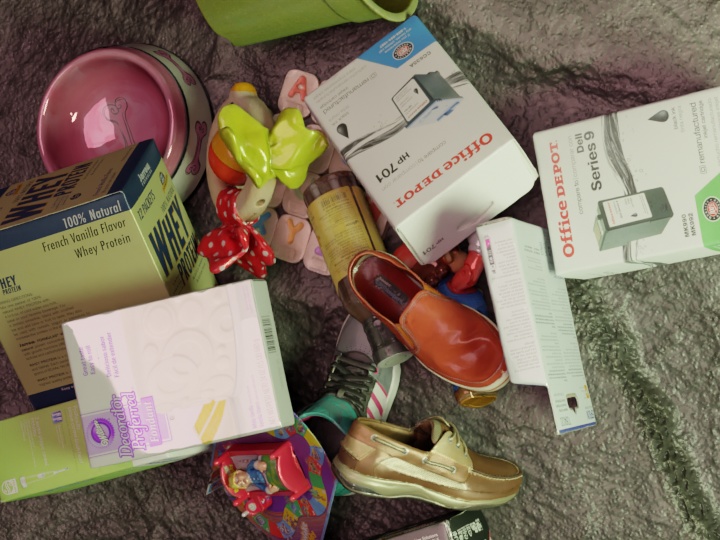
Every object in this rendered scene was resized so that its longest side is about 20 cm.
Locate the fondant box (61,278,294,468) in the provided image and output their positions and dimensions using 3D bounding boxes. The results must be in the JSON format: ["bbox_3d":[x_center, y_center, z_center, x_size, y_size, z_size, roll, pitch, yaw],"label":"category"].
[{"bbox_3d":[-0.176,0.100,1.589,0.198,0.058,0.146,-13,87,12],"label":"fondant box"}]

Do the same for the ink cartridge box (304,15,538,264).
[{"bbox_3d":[0.058,-0.130,1.621,0.146,0.086,0.201,-37,54,2],"label":"ink cartridge box"}]

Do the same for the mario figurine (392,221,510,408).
[{"bbox_3d":[0.109,0.029,1.638,0.123,0.106,0.202,-26,66,13],"label":"mario figurine"}]

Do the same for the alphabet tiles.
[{"bbox_3d":[-0.052,-0.104,1.734,0.198,0.015,0.198,19,93,18],"label":"alphabet tiles"}]

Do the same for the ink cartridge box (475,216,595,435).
[{"bbox_3d":[0.169,0.056,1.562,0.043,0.196,0.202,-12,83,17],"label":"ink cartridge box"}]

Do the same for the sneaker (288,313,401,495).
[{"bbox_3d":[-0.019,0.130,1.656,0.083,0.121,0.203,9,90,17],"label":"sneaker"}]

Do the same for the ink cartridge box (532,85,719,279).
[{"bbox_3d":[0.277,-0.080,1.575,0.198,0.084,0.148,-13,82,28],"label":"ink cartridge box"}]

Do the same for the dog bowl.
[{"bbox_3d":[-0.260,-0.150,1.771,0.198,0.074,0.203,-1,87,17],"label":"dog bowl"}]

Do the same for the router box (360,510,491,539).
[{"bbox_3d":[0.022,0.293,1.620,0.198,0.150,0.063,-20,82,16],"label":"router box"}]

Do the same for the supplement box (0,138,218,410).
[{"bbox_3d":[-0.274,0.005,1.694,0.198,0.135,0.201,-16,113,15],"label":"supplement box"}]

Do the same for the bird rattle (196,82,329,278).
[{"bbox_3d":[-0.114,-0.098,1.694,0.201,0.111,0.164,109,148,-43],"label":"bird rattle"}]

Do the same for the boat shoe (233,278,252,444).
[{"bbox_3d":[-0.119,0.111,1.713,0.064,0.073,0.203,-10,85,12],"label":"boat shoe"}]

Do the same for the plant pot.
[{"bbox_3d":[-0.069,-0.316,1.675,0.188,0.199,0.202,-19,82,28],"label":"plant pot"}]

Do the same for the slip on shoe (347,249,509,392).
[{"bbox_3d":[0.062,0.047,1.562,0.199,0.061,0.074,39,94,22],"label":"slip on shoe"}]

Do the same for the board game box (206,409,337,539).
[{"bbox_3d":[-0.101,0.211,1.657,0.157,0.039,0.201,36,139,22],"label":"board game box"}]

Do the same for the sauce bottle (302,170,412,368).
[{"bbox_3d":[0.000,0.000,1.658,0.064,0.065,0.202,-25,71,15],"label":"sauce bottle"}]

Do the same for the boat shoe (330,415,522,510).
[{"bbox_3d":[0.071,0.183,1.600,0.198,0.076,0.075,8,106,-26],"label":"boat shoe"}]

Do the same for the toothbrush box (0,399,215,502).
[{"bbox_3d":[-0.266,0.174,1.719,0.198,0.145,0.087,-15,83,17],"label":"toothbrush box"}]
